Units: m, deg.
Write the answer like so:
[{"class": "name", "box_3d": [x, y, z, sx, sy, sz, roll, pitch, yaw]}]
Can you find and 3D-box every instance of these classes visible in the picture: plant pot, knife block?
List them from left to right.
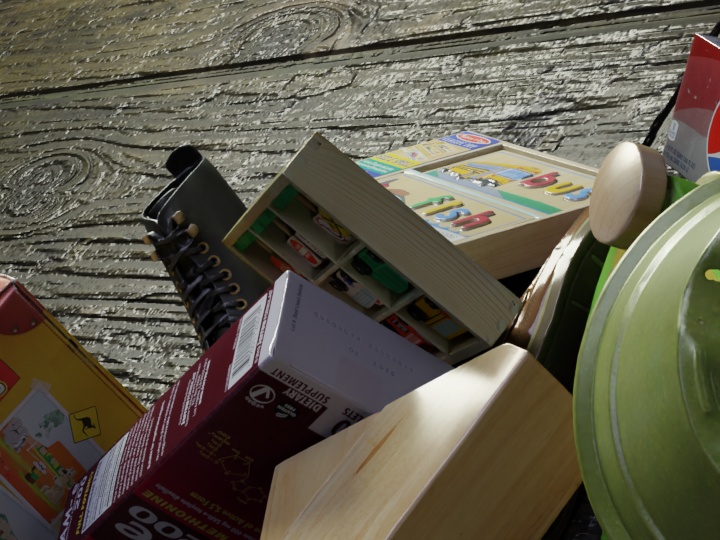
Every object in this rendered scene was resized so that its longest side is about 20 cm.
[{"class": "knife block", "box_3d": [0.007, 0.143, 0.919, 0.200, 0.064, 0.176, -30, 32, 29]}, {"class": "plant pot", "box_3d": [0.165, 0.037, 0.736, 0.200, 0.200, 0.190, -42, -13, 1]}]

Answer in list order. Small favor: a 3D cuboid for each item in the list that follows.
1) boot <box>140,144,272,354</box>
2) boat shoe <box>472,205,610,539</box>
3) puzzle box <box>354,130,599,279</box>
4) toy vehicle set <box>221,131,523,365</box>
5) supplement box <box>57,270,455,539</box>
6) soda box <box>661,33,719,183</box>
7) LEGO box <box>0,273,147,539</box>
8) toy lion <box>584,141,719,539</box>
[{"class": "boot", "box_3d": [-0.079, 0.028, 1.176, 0.077, 0.138, 0.200, -35, 17, 20]}, {"class": "boat shoe", "box_3d": [0.084, 0.042, 1.052, 0.068, 0.072, 0.200, -6, 44, 47]}, {"class": "puzzle box", "box_3d": [0.053, -0.035, 1.183, 0.133, 0.026, 0.200, -16, 18, -24]}, {"class": "toy vehicle set", "box_3d": [0.000, 0.000, 1.084, 0.027, 0.124, 0.200, -51, 3, -14]}, {"class": "supplement box", "box_3d": [-0.051, 0.099, 1.047, 0.200, 0.109, 0.061, -45, 24, 37]}, {"class": "soda box", "box_3d": [0.211, -0.046, 0.998, 0.200, 0.063, 0.070, -129, 50, -62]}, {"class": "LEGO box", "box_3d": [-0.175, 0.119, 1.138, 0.149, 0.200, 0.077, -50, 29, -17]}, {"class": "toy lion", "box_3d": [0.144, 0.051, 0.925, 0.200, 0.068, 0.192, 22, 95, 69]}]
